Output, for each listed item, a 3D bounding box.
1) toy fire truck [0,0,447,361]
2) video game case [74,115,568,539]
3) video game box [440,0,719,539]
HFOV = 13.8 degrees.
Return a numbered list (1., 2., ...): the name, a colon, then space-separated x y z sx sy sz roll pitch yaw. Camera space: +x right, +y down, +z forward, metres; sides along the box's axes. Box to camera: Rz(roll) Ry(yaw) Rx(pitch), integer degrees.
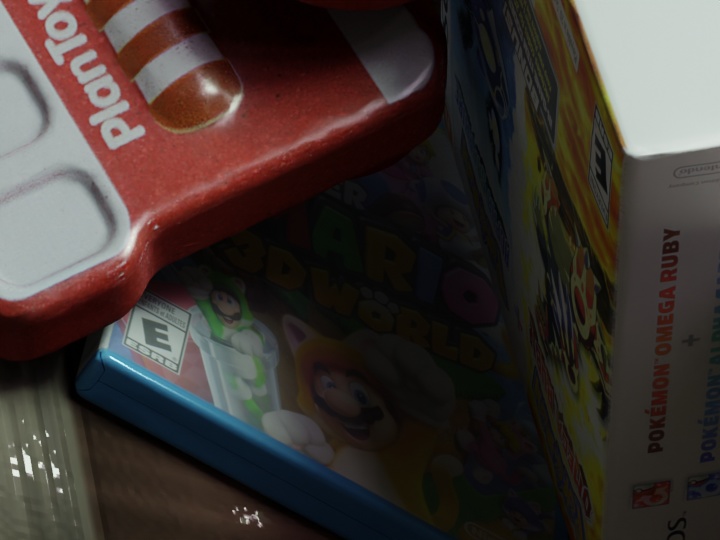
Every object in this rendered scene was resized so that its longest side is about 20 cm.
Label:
1. toy fire truck: -0.071 -0.090 0.782 0.168 0.112 0.200 -26 68 -18
2. video game case: 0.000 0.000 0.845 0.143 0.018 0.200 29 34 -15
3. video game box: 0.060 -0.039 0.780 0.047 0.182 0.200 -11 48 -5
